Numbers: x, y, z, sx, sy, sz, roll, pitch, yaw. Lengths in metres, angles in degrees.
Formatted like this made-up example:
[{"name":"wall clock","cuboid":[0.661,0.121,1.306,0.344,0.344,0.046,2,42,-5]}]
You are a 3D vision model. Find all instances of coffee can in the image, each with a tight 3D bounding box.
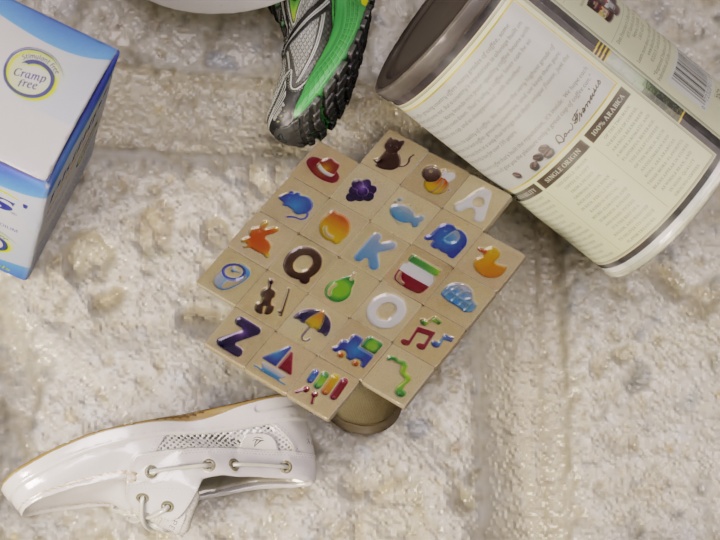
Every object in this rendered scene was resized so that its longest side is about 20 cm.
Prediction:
[{"name":"coffee can","cuboid":[0.131,-0.112,1.545,0.200,0.146,0.147,38,70,-11]}]

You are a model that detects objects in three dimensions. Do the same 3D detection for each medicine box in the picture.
[{"name":"medicine box","cuboid":[-0.257,-0.099,1.452,0.182,0.200,0.103,25,71,-3]}]

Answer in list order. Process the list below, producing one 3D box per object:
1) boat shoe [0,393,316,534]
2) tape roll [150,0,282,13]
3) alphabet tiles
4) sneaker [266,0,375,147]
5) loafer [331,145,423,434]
[{"name":"boat shoe","cuboid":[-0.121,0.130,1.483,0.199,0.071,0.070,-13,76,-16]},{"name":"tape roll","cuboid":[-0.090,-0.268,1.567,0.202,0.071,0.203,-3,58,4]},{"name":"alphabet tiles","cuboid":[0.000,0.000,1.511,0.166,0.006,0.200,29,64,23]},{"name":"sneaker","cuboid":[-0.034,-0.171,1.591,0.085,0.078,0.200,12,62,1]},{"name":"loafer","cuboid":[0.022,0.006,1.549,0.076,0.067,0.201,10,73,-9]}]
